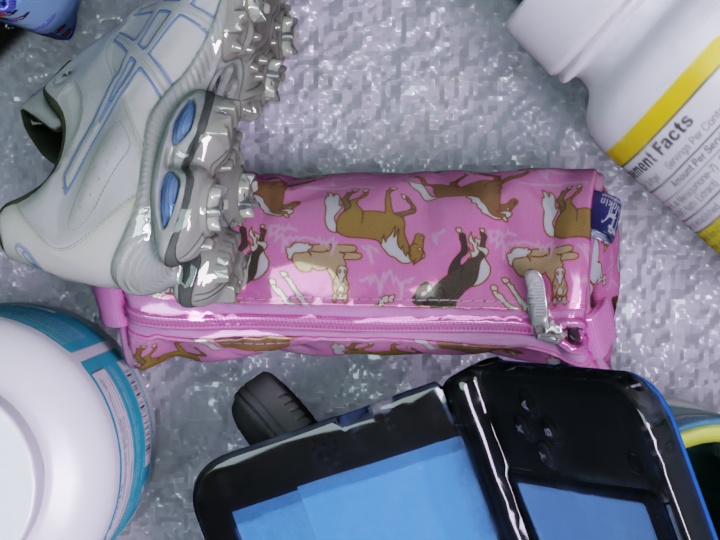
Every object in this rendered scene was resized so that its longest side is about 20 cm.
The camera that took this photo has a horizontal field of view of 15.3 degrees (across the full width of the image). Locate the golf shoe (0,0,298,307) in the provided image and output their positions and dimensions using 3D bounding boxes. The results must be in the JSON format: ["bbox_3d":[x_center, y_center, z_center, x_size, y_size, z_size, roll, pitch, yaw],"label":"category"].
[{"bbox_3d":[-0.079,-0.076,1.003,0.097,0.078,0.200,2,47,13],"label":"golf shoe"}]

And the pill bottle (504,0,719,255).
[{"bbox_3d":[0.159,-0.062,1.014,0.200,0.114,0.114,42,92,1],"label":"pill bottle"}]

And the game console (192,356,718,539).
[{"bbox_3d":[0.051,0.145,0.968,0.118,0.171,0.201,-26,102,-24],"label":"game console"}]

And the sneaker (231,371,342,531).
[{"bbox_3d":[-0.020,0.148,1.048,0.104,0.060,0.200,-34,98,0],"label":"sneaker"}]

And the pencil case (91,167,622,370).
[{"bbox_3d":[0.000,0.000,1.032,0.199,0.087,0.083,1,78,4],"label":"pencil case"}]

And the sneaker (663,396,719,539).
[{"bbox_3d":[0.181,0.112,1.008,0.199,0.131,0.080,20,90,1],"label":"sneaker"}]

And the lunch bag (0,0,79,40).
[{"bbox_3d":[-0.128,-0.197,1.001,0.094,0.151,0.201,19,92,1],"label":"lunch bag"}]

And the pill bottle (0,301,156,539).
[{"bbox_3d":[-0.138,0.069,0.982,0.110,0.200,0.111,0,91,2],"label":"pill bottle"}]
